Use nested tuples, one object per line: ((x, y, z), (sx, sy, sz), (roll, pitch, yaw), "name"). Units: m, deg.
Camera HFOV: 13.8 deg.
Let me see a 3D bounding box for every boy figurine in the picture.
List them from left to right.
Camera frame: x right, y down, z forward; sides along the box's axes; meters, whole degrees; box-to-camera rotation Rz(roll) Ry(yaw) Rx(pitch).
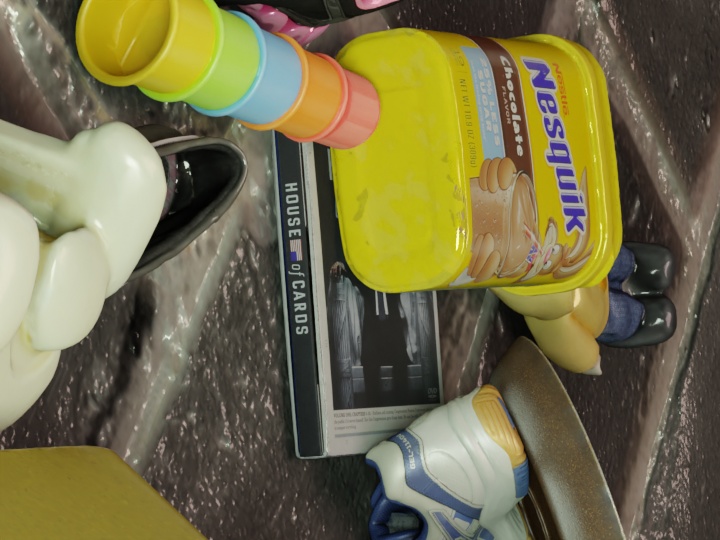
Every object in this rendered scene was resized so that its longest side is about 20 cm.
((0.134, 0.000, 1.843), (0.200, 0.064, 0.125), (17, 72, -64), "boy figurine")

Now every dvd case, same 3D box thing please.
((0.000, 0.000, 1.624), (0.150, 0.025, 0.201), (1, 84, -63), "dvd case")

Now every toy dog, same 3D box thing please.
((-0.197, 0.019, 1.152), (0.200, 0.139, 0.194), (-38, 155, -60), "toy dog")

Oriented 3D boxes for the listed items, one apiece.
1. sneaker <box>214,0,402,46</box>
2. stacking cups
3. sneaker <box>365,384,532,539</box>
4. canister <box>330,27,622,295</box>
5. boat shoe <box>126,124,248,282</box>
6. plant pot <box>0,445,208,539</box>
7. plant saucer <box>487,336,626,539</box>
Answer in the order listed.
((-0.040, -0.162, 1.504), (0.200, 0.095, 0.079), (6, 81, -61), "sneaker")
((-0.060, -0.102, 1.478), (0.200, 0.060, 0.061), (15, 72, -58), "stacking cups")
((0.045, 0.135, 1.650), (0.200, 0.088, 0.075), (79, -12, -54), "sneaker")
((0.064, -0.059, 1.643), (0.200, 0.086, 0.149), (-3, 86, -62), "canister")
((-0.117, -0.025, 1.365), (0.200, 0.057, 0.067), (-39, 119, -59), "boat shoe")
((-0.113, 0.201, 1.098), (0.194, 0.200, 0.196), (4, 117, -62), "plant pot")
((0.109, 0.135, 1.644), (0.200, 0.032, 0.201), (162, -90, -83), "plant saucer")
